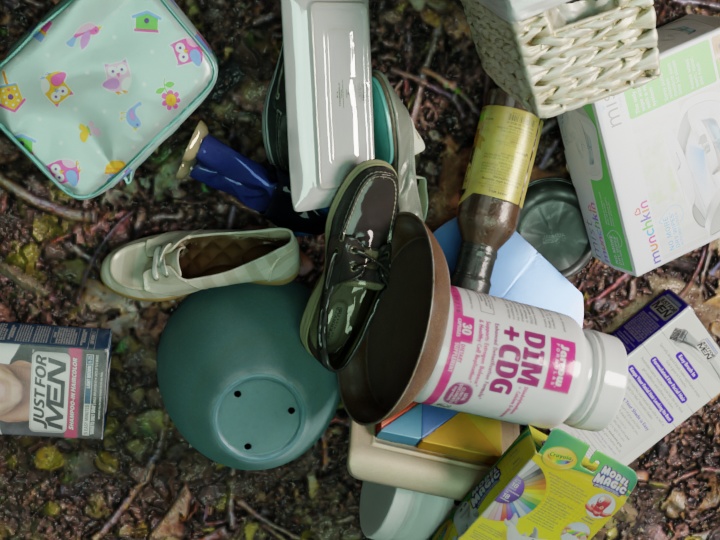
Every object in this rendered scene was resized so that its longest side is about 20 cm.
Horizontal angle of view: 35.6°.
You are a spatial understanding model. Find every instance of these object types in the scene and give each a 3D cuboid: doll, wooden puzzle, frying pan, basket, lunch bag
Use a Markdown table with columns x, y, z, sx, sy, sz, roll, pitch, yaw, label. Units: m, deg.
| x | y | z | sx | sy | sz | roll | pitch | yaw | label |
| --- | --- | --- | --- | --- | --- | --- | --- | --- | --- |
| -0.076 | -0.073 | 1.078 | 0.198 | 0.136 | 0.049 | 26 | 64 | -10 | doll |
| 0.080 | 0.127 | 1.139 | 0.183 | 0.202 | 0.037 | 14 | 146 | -14 | wooden puzzle |
| 0.188 | -0.003 | 1.185 | 0.113 | 0.031 | 0.192 | 15 | 102 | -12 | frying pan |
| 0.174 | -0.232 | 1.018 | 0.134 | 0.200 | 0.125 | -19 | 115 | -2 | basket |
| -0.236 | -0.171 | 1.034 | 0.200 | 0.077 | 0.161 | -41 | 111 | 6 | lunch bag |

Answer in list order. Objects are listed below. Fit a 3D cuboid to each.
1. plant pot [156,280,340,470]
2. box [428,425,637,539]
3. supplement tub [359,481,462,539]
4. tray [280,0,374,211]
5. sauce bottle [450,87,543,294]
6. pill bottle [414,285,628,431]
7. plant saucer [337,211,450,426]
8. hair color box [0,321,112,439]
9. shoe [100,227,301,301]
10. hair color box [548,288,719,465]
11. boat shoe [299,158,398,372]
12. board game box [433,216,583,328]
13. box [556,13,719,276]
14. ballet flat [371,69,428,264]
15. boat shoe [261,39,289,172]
| x | y | z | sx | sy | sz | roll | pitch | yaw | label |
| --- | --- | --- | --- | --- | --- | --- | --- | --- | --- |
| -0.106 | 0.118 | 1.119 | 0.197 | 0.135 | 0.203 | -3 | 108 | -8 | plant pot |
| 0.164 | 0.235 | 1.085 | 0.117 | 0.049 | 0.201 | 29 | 115 | -19 | box |
| 0.112 | 0.245 | 1.192 | 0.198 | 0.141 | 0.142 | 18 | 105 | -14 | supplement tub |
| -0.022 | -0.159 | 1.020 | 0.107 | 0.022 | 0.203 | -12 | 104 | -44 | tray |
| 0.130 | -0.076 | 1.102 | 0.064 | 0.065 | 0.203 | 17 | 86 | -14 | sauce bottle |
| 0.146 | 0.088 | 1.075 | 0.197 | 0.114 | 0.115 | 13 | 106 | -14 | pill bottle |
| 0.033 | 0.047 | 1.049 | 0.034 | 0.200 | 0.203 | 14 | 106 | -23 | plant saucer |
| -0.351 | 0.107 | 1.116 | 0.197 | 0.061 | 0.101 | 4 | 107 | -10 | hair color box |
| -0.155 | -0.014 | 1.095 | 0.197 | 0.054 | 0.071 | -6 | 67 | -8 | shoe |
| 0.297 | 0.129 | 1.225 | 0.199 | 0.065 | 0.110 | -39 | 109 | 6 | hair color box |
| 0.000 | 0.000 | 1.034 | 0.072 | 0.065 | 0.202 | 3 | 113 | -28 | boat shoe |
| 0.129 | 0.042 | 1.153 | 0.200 | 0.039 | 0.158 | 41 | 79 | -9 | board game box |
| 0.299 | -0.127 | 1.114 | 0.175 | 0.097 | 0.202 | -23 | 110 | -12 | box |
| 0.036 | -0.103 | 1.117 | 0.063 | 0.067 | 0.203 | -18 | 113 | -32 | ballet flat |
| -0.054 | -0.180 | 1.071 | 0.068 | 0.057 | 0.203 | 6 | 107 | -11 | boat shoe |
